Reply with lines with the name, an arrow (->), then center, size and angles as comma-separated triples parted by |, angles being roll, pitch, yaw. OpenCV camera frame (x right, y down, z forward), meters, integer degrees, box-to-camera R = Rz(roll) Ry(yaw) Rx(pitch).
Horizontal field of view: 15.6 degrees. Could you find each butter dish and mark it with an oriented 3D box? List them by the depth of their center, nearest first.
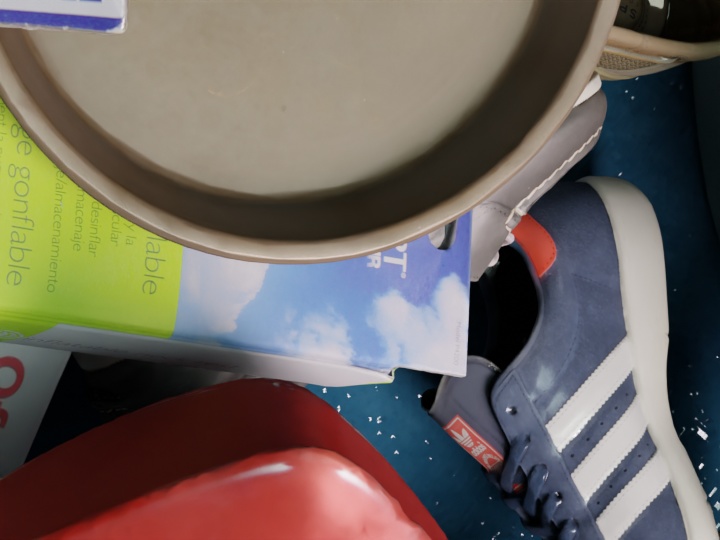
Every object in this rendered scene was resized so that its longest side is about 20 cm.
butter dish -> -0.042, 0.107, 0.770 | 0.199, 0.148, 0.200 | -24, 126, 19

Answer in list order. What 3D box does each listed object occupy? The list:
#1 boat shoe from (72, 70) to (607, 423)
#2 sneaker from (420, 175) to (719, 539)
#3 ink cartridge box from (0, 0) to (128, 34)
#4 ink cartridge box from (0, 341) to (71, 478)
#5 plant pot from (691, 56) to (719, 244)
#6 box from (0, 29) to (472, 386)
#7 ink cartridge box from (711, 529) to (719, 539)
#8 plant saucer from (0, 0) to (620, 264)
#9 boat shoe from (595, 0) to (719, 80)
boat shoe -> 0.000, 0.000, 0.874 | 0.199, 0.067, 0.057 | -29, 108, -7
sneaker -> 0.067, 0.067, 0.904 | 0.084, 0.075, 0.201 | -4, 72, -19
ink cartridge box -> -0.147, -0.166, 0.666 | 0.199, 0.041, 0.201 | 6, 115, 16
ink cartridge box -> -0.204, 0.040, 0.770 | 0.199, 0.086, 0.148 | 19, 101, -32
plant pot -> 0.206, -0.047, 0.932 | 0.141, 0.141, 0.201 | -29, 115, -15
box -> -0.058, -0.035, 0.775 | 0.199, 0.048, 0.123 | 10, 78, -34
ink cartridge box -> 0.160, 0.172, 0.937 | 0.083, 0.147, 0.200 | -13, 157, -23
plant saucer -> -0.020, -0.103, 0.733 | 0.199, 0.029, 0.201 | -2, 96, -18
boat shoe -> 0.045, -0.117, 0.840 | 0.199, 0.064, 0.072 | 21, 80, -39
